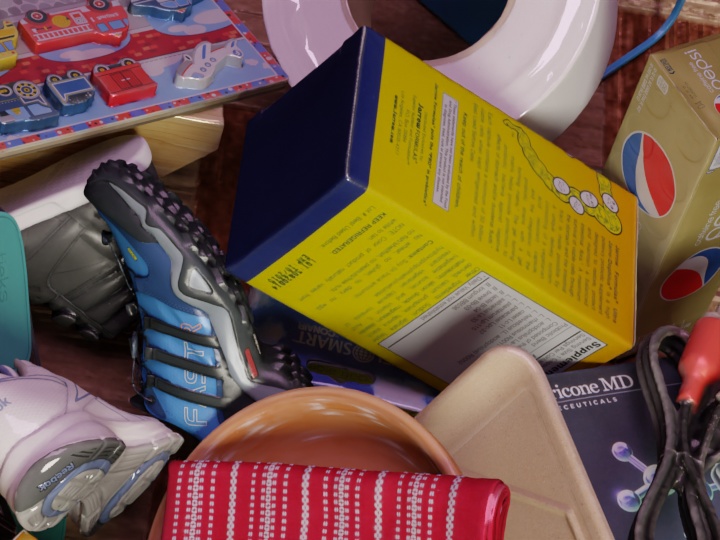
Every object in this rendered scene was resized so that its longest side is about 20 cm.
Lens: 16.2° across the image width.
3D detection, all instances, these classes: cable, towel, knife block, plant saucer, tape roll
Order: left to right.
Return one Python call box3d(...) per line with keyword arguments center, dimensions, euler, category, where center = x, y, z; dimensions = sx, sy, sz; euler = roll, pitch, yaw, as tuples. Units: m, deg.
box3d(center=(-0.198, -0.105, 1.406), dimensions=(0.199, 0.176, 0.064), euler=(-24, 42, 19), category="knife block")
box3d(center=(-0.021, 0.169, 1.254), dimensions=(0.199, 0.022, 0.146), euler=(1, 78, 30), category="towel")
box3d(center=(-0.020, 0.161, 1.289), dimensions=(0.199, 0.037, 0.202), euler=(-7, 76, 27), category="plant saucer")
box3d(center=(0.047, -0.157, 1.457), dimensions=(0.201, 0.071, 0.204), euler=(-4, 75, 13), category="tape roll")
box3d(center=(0.170, 0.081, 1.282), dimensions=(0.097, 0.050, 0.200), euler=(32, 38, 7), category="cable")

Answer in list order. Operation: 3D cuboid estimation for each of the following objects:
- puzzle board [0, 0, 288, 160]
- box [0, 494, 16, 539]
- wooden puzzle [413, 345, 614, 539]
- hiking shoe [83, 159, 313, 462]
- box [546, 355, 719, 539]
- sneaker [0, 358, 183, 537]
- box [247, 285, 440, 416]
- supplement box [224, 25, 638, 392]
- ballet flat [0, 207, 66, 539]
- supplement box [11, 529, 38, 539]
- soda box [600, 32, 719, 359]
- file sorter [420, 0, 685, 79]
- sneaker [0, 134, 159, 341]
box3d(center=(-0.159, -0.134, 1.406), dimensions=(0.199, 0.017, 0.151), euler=(-16, 53, -35), category="puzzle board")
box3d(center=(-0.293, 0.094, 1.287), dimensions=(0.192, 0.048, 0.201), euler=(-29, 61, 5), category="box")
box3d(center=(0.065, 0.168, 1.285), dimensions=(0.037, 0.185, 0.201), euler=(7, 49, -44), category="wooden puzzle")
box3d(center=(-0.096, 0.037, 1.344), dimensions=(0.086, 0.074, 0.201), euler=(-34, 97, 6), category="hiking shoe")
box3d(center=(0.157, 0.158, 1.338), dimensions=(0.147, 0.107, 0.201), euler=(-8, 56, -21), category="box")
box3d(center=(-0.149, 0.081, 1.279), dimensions=(0.087, 0.200, 0.075), euler=(44, 89, 13), category="sneaker")
box3d(center=(0.000, 0.000, 1.462), dimensions=(0.121, 0.048, 0.201), euler=(13, 53, -1), category="box")
box3d(center=(0.042, -0.020, 1.360), dimensions=(0.199, 0.109, 0.110), euler=(30, 46, -26), category="supplement box")
box3d(center=(-0.201, 0.063, 1.343), dimensions=(0.073, 0.073, 0.202), euler=(-10, 96, -17), category="ballet flat")
box3d(center=(-0.145, 0.273, 1.184), dimensions=(0.199, 0.133, 0.197), euler=(33, 55, 13), category="supplement box")
box3d(center=(0.177, -0.040, 1.429), dimensions=(0.064, 0.201, 0.068), euler=(-18, 59, -27), category="soda box")
box3d(center=(0.110, -0.226, 1.592), dimensions=(0.122, 0.139, 0.200), euler=(-34, 67, -32), category="file sorter")
box3d(center=(-0.189, 0.006, 1.408), dimensions=(0.199, 0.100, 0.071), euler=(-21, 25, 10), category="sneaker")
